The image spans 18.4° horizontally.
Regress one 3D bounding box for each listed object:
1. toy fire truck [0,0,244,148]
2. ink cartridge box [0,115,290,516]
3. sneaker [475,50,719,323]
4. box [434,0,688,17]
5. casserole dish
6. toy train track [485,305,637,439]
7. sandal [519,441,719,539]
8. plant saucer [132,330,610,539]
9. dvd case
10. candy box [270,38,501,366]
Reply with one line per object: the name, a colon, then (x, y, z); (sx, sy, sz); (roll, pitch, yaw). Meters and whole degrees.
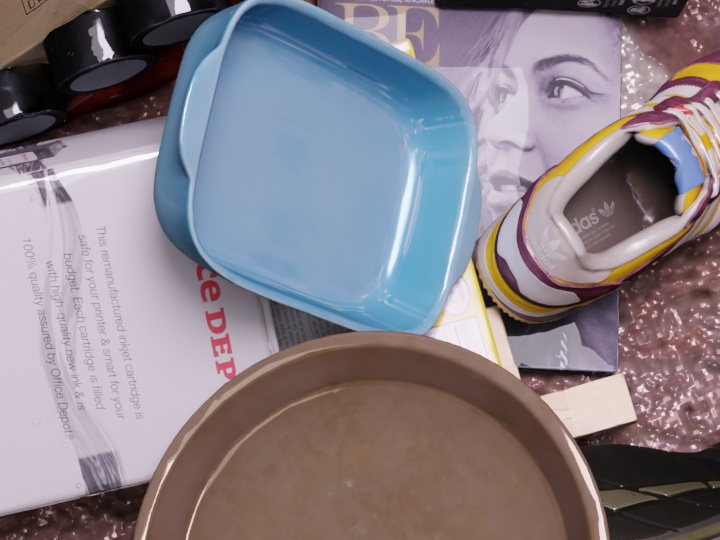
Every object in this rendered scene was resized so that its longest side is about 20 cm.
toy fire truck: (-0.082, -0.147, 1.010); (0.200, 0.176, 0.129); (-9, 77, -49)
ink cartridge box: (-0.143, 0.022, 0.971); (0.199, 0.083, 0.146); (-12, 103, -9)
sneaker: (0.146, -0.047, 1.013); (0.200, 0.090, 0.075); (-39, 90, -25)
box: (0.102, -0.238, 1.021); (0.124, 0.149, 0.201); (2, 74, -5)
casserole dish: (-0.020, -0.041, 0.935); (0.039, 0.200, 0.121); (6, 80, 40)
toy train track: (0.028, 0.087, 1.023); (0.199, 0.033, 0.115); (-15, 78, -1)
sandal: (0.148, 0.115, 0.987); (0.200, 0.080, 0.058); (-2, 113, -32)
plant saucer: (0.004, 0.124, 0.917); (0.199, 0.029, 0.201); (-3, 74, 9)
dvd case: (0.050, -0.053, 1.057); (0.148, 0.016, 0.201); (2, 80, -5)
candy box: (0.000, 0.000, 1.014); (0.102, 0.026, 0.201); (-15, 75, 2)
